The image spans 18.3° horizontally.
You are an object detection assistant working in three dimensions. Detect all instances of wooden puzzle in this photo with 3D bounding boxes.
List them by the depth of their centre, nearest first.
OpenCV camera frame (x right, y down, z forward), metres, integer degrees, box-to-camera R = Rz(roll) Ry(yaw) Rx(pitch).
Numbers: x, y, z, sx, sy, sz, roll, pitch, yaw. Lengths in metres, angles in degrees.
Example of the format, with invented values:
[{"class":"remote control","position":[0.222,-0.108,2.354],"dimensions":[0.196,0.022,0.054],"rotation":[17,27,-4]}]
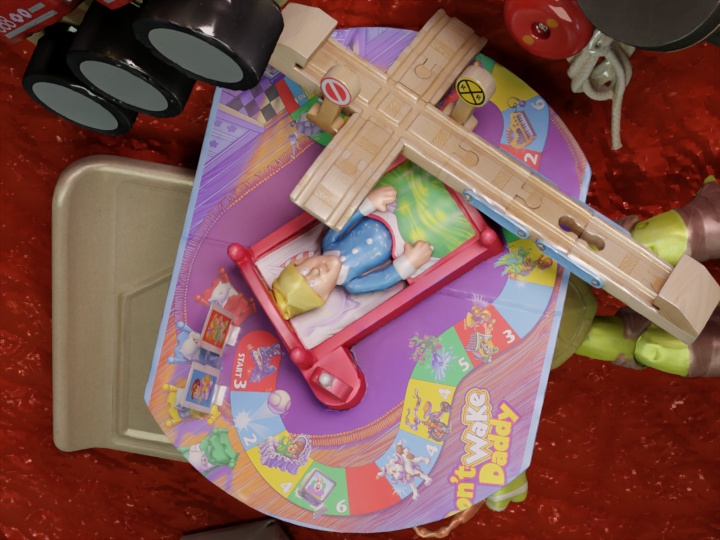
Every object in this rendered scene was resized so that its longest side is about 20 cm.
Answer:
[{"class":"wooden puzzle","position":[-0.038,0.026,1.012],"dimensions":[0.198,0.037,0.186],"rotation":[7,135,-1]}]

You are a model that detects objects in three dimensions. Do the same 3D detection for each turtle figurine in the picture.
[{"class":"turtle figurine","position":[0.072,0.004,0.908],"dimensions":[0.160,0.064,0.202],"rotation":[-8,93,-7]}]

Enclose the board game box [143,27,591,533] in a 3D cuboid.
[{"class":"board game box","position":[0.000,0.000,0.865],"dimensions":[0.157,0.202,0.039],"rotation":[12,174,11]}]

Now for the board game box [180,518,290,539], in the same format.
[{"class":"board game box","position":[-0.036,0.249,1.150],"dimensions":[0.064,0.148,0.201],"rotation":[-13,130,22]}]

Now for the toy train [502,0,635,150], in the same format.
[{"class":"toy train","position":[0.042,-0.123,0.818],"dimensions":[0.115,0.085,0.201],"rotation":[17,144,17]}]

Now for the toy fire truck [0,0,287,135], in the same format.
[{"class":"toy fire truck","position":[-0.118,-0.157,0.765],"dimensions":[0.199,0.129,0.176],"rotation":[30,163,-22]}]

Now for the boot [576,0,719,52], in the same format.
[{"class":"boot","position":[0.137,-0.169,0.756],"dimensions":[0.077,0.138,0.201],"rotation":[30,101,18]}]

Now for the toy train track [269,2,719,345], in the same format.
[{"class":"toy train track","position":[0.050,-0.042,0.839],"dimensions":[0.199,0.115,0.033],"rotation":[34,147,5]}]
